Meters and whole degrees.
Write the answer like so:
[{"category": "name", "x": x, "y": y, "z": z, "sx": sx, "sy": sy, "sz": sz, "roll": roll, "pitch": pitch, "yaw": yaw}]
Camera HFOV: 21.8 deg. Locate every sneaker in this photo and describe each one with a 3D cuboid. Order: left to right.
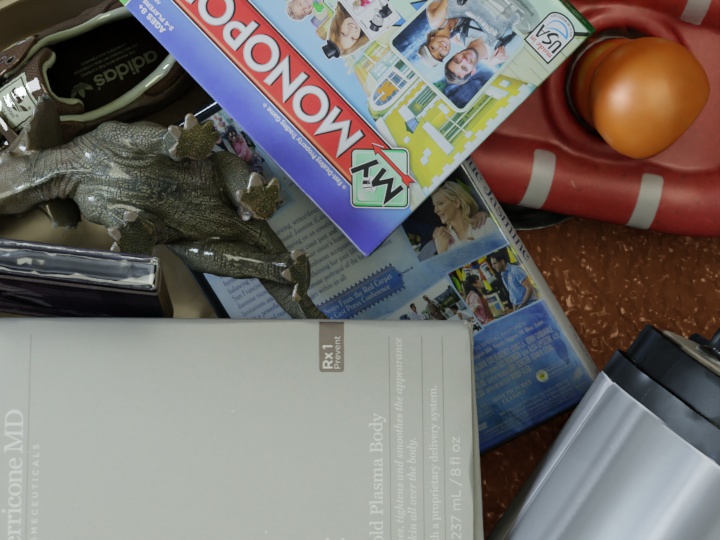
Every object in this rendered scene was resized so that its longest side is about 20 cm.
[{"category": "sneaker", "x": -0.161, "y": -0.073, "z": 0.838, "sx": 0.199, "sy": 0.076, "sz": 0.071, "roll": -32, "pitch": 86, "yaw": -8}]

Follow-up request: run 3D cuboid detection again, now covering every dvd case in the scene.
[{"category": "dvd case", "x": -0.152, "y": 0.002, "z": 0.766, "sx": 0.147, "sy": 0.200, "sz": 0.016, "roll": 7, "pitch": 84, "yaw": -3}, {"category": "dvd case", "x": 0.000, "y": 0.000, "z": 0.839, "sx": 0.142, "sy": 0.018, "sz": 0.201, "roll": -29, "pitch": 97, "yaw": 23}]

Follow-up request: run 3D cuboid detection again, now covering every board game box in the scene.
[{"category": "board game box", "x": -0.018, "y": -0.124, "z": 0.779, "sx": 0.200, "sy": 0.029, "sz": 0.135, "roll": 45, "pitch": 106, "yaw": 0}]

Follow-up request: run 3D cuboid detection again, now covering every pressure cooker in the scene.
[{"category": "pressure cooker", "x": 0.151, "y": 0.117, "z": 0.765, "sx": 0.175, "sy": 0.178, "sz": 0.201, "roll": 35, "pitch": 94, "yaw": 21}]

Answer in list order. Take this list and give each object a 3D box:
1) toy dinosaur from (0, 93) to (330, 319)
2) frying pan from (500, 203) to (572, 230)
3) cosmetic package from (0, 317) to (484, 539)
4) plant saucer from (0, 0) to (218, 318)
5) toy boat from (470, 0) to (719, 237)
[{"category": "toy dinosaur", "x": -0.074, "y": -0.029, "z": 0.794, "sx": 0.199, "sy": 0.102, "sz": 0.078, "roll": 15, "pitch": 96, "yaw": -30}, {"category": "frying pan", "x": 0.049, "y": -0.049, "z": 0.898, "sx": 0.115, "sy": 0.031, "sz": 0.190, "roll": 43, "pitch": 80, "yaw": -1}, {"category": "cosmetic package", "x": -0.055, "y": 0.075, "z": 0.772, "sx": 0.198, "sy": 0.090, "sz": 0.108, "roll": -1, "pitch": 80, "yaw": -10}, {"category": "plant saucer", "x": -0.127, "y": -0.039, "z": 0.889, "sx": 0.198, "sy": 0.029, "sz": 0.202, "roll": 1, "pitch": 82, "yaw": -5}, {"category": "toy boat", "x": 0.119, "y": -0.080, "z": 0.825, "sx": 0.198, "sy": 0.131, "sz": 0.132, "roll": 10, "pitch": 102, "yaw": -9}]
